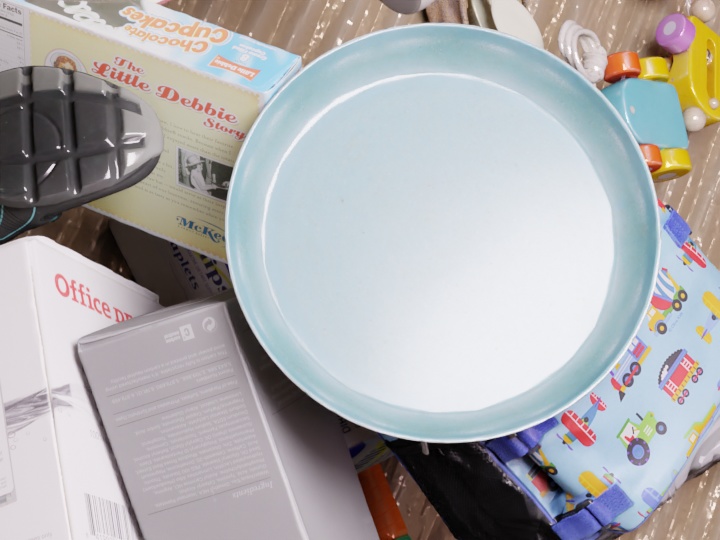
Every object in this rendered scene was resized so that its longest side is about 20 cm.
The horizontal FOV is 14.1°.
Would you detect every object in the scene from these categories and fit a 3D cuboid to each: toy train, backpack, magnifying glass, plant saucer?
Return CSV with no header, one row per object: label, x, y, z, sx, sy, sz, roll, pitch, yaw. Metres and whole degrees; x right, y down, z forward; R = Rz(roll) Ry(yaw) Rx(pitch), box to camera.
toy train,0.157,-0.135,1.696,0.150,0.056,0.200,54,40,-19
backpack,0.073,0.016,1.415,0.200,0.135,0.183,50,62,-16
magnifying glass,0.023,0.165,1.561,0.080,0.022,0.200,-3,71,-68
plant saucer,0.037,-0.016,1.336,0.200,0.027,0.200,1,73,-3

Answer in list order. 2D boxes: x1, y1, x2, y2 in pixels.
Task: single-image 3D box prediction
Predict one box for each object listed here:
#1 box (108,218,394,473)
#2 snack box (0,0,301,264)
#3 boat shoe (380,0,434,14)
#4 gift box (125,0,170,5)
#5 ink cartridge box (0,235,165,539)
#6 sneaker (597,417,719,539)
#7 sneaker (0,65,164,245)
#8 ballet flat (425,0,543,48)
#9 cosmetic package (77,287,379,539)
box,0.000,0.000,1.536,0.200,0.105,0.184,-23,80,-33
snack box,-0.123,-0.082,1.416,0.200,0.116,0.037,22,45,20
boat shoe,0.012,-0.233,1.433,0.093,0.075,0.200,-37,114,-25
gift box,-0.138,-0.236,1.485,0.185,0.200,0.187,-29,110,-37
ink cartridge box,-0.144,0.102,1.399,0.147,0.083,0.200,32,44,-62
sneaker,0.147,0.100,1.648,0.200,0.075,0.082,-31,81,-39
sneaker,-0.186,-0.044,1.397,0.079,0.200,0.075,57,26,-62
ballet flat,0.089,-0.089,1.649,0.068,0.067,0.200,-22,90,-32
cosmetic package,-0.052,0.110,1.390,0.107,0.090,0.200,-21,96,-73
